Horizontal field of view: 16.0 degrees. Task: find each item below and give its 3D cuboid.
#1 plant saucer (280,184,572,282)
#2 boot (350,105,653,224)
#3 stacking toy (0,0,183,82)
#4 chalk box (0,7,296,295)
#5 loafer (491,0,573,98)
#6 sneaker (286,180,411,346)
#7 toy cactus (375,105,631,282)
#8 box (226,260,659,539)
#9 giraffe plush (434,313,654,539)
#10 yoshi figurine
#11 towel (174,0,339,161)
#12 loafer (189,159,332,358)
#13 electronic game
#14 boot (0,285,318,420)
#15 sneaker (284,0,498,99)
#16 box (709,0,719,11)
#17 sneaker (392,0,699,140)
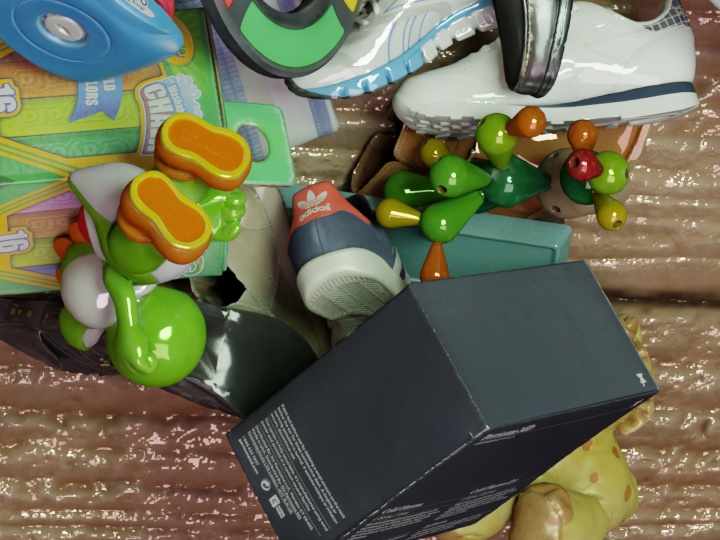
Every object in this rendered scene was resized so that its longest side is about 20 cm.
[{"bbox_3d":[0.039,-0.016,1.718,0.199,0.019,0.070,9,138,5],"label":"plant saucer"},{"bbox_3d":[0.098,-0.098,1.707,0.155,0.077,0.200,23,121,-22],"label":"boot"},{"bbox_3d":[-0.141,-0.219,1.503,0.109,0.201,0.116,-14,138,45],"label":"stacking toy"},{"bbox_3d":[-0.141,-0.075,1.575,0.199,0.125,0.124,-7,147,-9],"label":"chalk box"},{"bbox_3d":[0.086,-0.205,1.581,0.072,0.073,0.201,-2,80,-18],"label":"loafer"},{"bbox_3d":[0.000,0.000,1.688,0.075,0.085,0.200,-18,157,4],"label":"sneaker"},{"bbox_3d":[0.111,-0.048,1.620,0.164,0.103,0.199,0,167,-44],"label":"toy cactus"},{"bbox_3d":[0.053,0.089,1.621,0.182,0.104,0.200,-38,162,33],"label":"box"},{"bbox_3d":[0.140,0.107,1.805,0.199,0.173,0.163,7,99,-7],"label":"giraffe plush"},{"bbox_3d":[-0.113,0.003,1.491,0.112,0.113,0.200,-6,156,-26],"label":"yoshi figurine"},{"bbox_3d":[-0.121,-0.120,1.657,0.199,0.024,0.147,-19,127,0],"label":"towel"},{"bbox_3d":[-0.075,0.012,1.710,0.068,0.076,0.201,-31,128,-18],"label":"loafer"},{"bbox_3d":[-0.048,-0.215,1.527,0.041,0.200,0.201,0,131,30],"label":"electronic game"},{"bbox_3d":[-0.138,0.053,1.692,0.200,0.174,0.070,29,72,-32],"label":"boot"},{"bbox_3d":[0.031,-0.178,1.632,0.199,0.075,0.087,-30,114,-14],"label":"sneaker"},{"bbox_3d":[0.272,-0.198,1.612,0.105,0.184,0.200,-44,122,13],"label":"box"},{"bbox_3d":[0.116,-0.129,1.639,0.199,0.076,0.081,-6,89,-9],"label":"sneaker"}]
